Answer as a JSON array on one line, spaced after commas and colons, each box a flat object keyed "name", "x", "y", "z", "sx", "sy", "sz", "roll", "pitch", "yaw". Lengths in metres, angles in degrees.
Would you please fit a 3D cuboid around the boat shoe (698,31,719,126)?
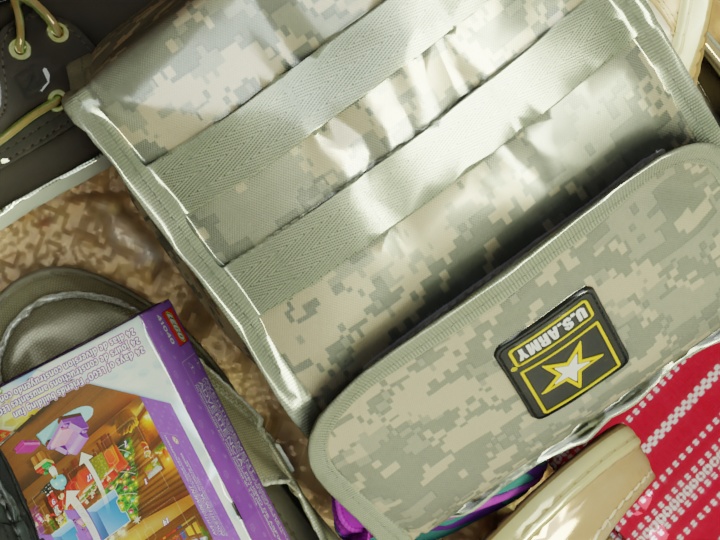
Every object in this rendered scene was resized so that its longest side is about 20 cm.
[{"name": "boat shoe", "x": 0.137, "y": -0.033, "z": 0.810, "sx": 0.072, "sy": 0.065, "sz": 0.201, "roll": -34, "pitch": 96, "yaw": -9}]

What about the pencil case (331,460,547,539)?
[{"name": "pencil case", "x": 0.000, "y": 0.000, "z": 0.764, "sx": 0.092, "sy": 0.085, "sz": 0.201, "roll": -18, "pitch": 86, "yaw": -33}]

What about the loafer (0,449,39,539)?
[{"name": "loafer", "x": -0.124, "y": 0.110, "z": 0.665, "sx": 0.068, "sy": 0.070, "sz": 0.202, "roll": -22, "pitch": 94, "yaw": -20}]

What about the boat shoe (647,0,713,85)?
[{"name": "boat shoe", "x": 0.081, "y": -0.085, "z": 0.738, "sx": 0.069, "sy": 0.074, "sz": 0.202, "roll": 5, "pitch": 94, "yaw": -8}]

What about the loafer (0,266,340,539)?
[{"name": "loafer", "x": -0.059, "y": 0.078, "z": 0.769, "sx": 0.076, "sy": 0.068, "sz": 0.200, "roll": -45, "pitch": 98, "yaw": -8}]

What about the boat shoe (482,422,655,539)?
[{"name": "boat shoe", "x": 0.048, "y": 0.145, "z": 0.749, "sx": 0.064, "sy": 0.071, "sz": 0.200, "roll": 38, "pitch": 91, "yaw": 10}]

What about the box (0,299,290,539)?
[{"name": "box", "x": -0.124, "y": 0.115, "z": 0.731, "sx": 0.199, "sy": 0.039, "sz": 0.138, "roll": -26, "pitch": 93, "yaw": 14}]

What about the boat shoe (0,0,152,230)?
[{"name": "boat shoe", "x": -0.124, "y": -0.060, "z": 0.707, "sx": 0.201, "sy": 0.061, "sz": 0.072, "roll": -42, "pitch": 56, "yaw": -11}]

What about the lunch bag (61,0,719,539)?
[{"name": "lunch bag", "x": 0.026, "y": -0.025, "z": 0.662, "sx": 0.164, "sy": 0.118, "sz": 0.201, "roll": -35, "pitch": 104, "yaw": 1}]

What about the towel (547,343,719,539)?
[{"name": "towel", "x": 0.164, "y": 0.081, "z": 0.754, "sx": 0.200, "sy": 0.022, "sz": 0.145, "roll": 48, "pitch": 110, "yaw": 13}]
